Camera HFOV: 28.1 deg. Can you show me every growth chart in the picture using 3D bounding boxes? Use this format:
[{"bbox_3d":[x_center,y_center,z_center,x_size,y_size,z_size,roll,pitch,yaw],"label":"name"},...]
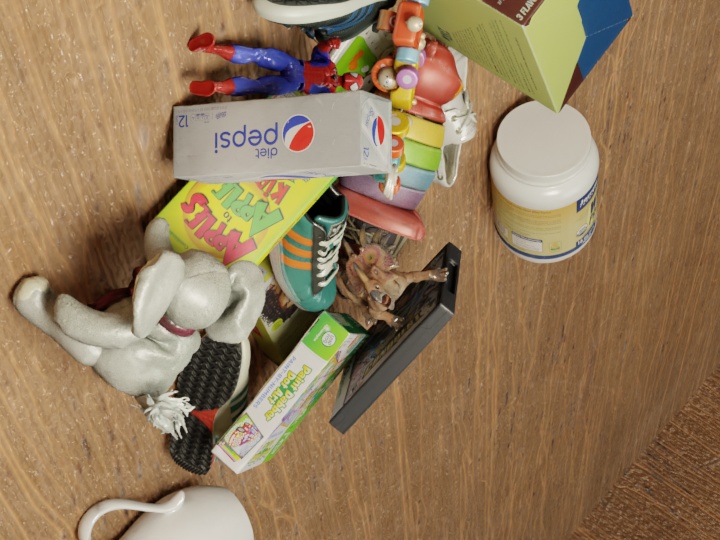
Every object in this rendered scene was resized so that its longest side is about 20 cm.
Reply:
[{"bbox_3d":[0.011,-0.208,1.541,0.145,0.018,0.200,-57,154,8],"label":"growth chart"}]

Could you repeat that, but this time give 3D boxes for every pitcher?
[{"bbox_3d":[-0.230,0.312,1.667,0.199,0.121,0.173,-24,128,-29],"label":"pitcher"}]

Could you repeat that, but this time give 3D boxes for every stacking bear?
[{"bbox_3d":[0.047,-0.149,1.533,0.121,0.113,0.201,-91,-159,-81],"label":"stacking bear"}]

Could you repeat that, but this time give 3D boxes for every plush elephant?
[{"bbox_3d":[-0.182,0.029,1.289,0.155,0.200,0.164,-54,148,10],"label":"plush elephant"}]

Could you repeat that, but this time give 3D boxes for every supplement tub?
[{"bbox_3d":[0.244,-0.118,1.909,0.144,0.144,0.200,-45,154,-18],"label":"supplement tub"}]

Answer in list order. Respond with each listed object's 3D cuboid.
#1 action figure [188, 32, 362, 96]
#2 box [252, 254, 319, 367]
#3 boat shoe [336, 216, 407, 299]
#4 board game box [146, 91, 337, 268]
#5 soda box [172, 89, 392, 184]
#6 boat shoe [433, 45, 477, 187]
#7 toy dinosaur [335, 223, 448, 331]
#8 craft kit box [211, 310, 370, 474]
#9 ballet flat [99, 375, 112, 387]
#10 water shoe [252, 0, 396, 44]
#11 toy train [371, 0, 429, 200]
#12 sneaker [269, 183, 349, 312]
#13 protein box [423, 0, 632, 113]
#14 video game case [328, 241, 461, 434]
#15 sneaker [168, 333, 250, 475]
[{"bbox_3d":[-0.052,-0.182,1.322,0.199,0.098,0.066,-2,93,-49],"label":"action figure"},{"bbox_3d":[-0.094,0.040,1.625,0.075,0.050,0.200,-48,155,-14],"label":"box"},{"bbox_3d":[0.010,-0.038,1.683,0.073,0.074,0.201,-34,147,-36],"label":"boat shoe"},{"bbox_3d":[-0.103,-0.076,1.393,0.200,0.101,0.048,-49,180,-13],"label":"board game box"},{"bbox_3d":[-0.072,-0.117,1.292,0.063,0.199,0.069,5,83,-62],"label":"soda box"},{"bbox_3d":[0.106,-0.176,1.665,0.071,0.069,0.201,-45,158,-32],"label":"boat shoe"},{"bbox_3d":[0.000,0.000,1.588,0.135,0.199,0.086,34,76,-38],"label":"toy dinosaur"},{"bbox_3d":[-0.074,0.135,1.632,0.198,0.048,0.200,-49,173,3],"label":"craft kit box"},{"bbox_3d":[-0.191,0.038,1.435,0.201,0.065,0.070,-61,154,12],"label":"ballet flat"},{"bbox_3d":[-0.029,-0.243,1.364,0.199,0.071,0.079,-23,144,-46],"label":"water shoe"},{"bbox_3d":[0.026,-0.173,1.412,0.150,0.055,0.202,-29,130,-84],"label":"toy train"},{"bbox_3d":[-0.049,-0.037,1.495,0.071,0.079,0.201,-50,136,-41],"label":"sneaker"},{"bbox_3d":[0.144,-0.297,1.446,0.135,0.200,0.199,-52,155,-4],"label":"protein box"},{"bbox_3d":[0.042,0.075,1.665,0.200,0.025,0.181,-49,-170,22],"label":"video game case"},{"bbox_3d":[-0.160,0.132,1.625,0.093,0.070,0.201,-48,159,-57],"label":"sneaker"}]
